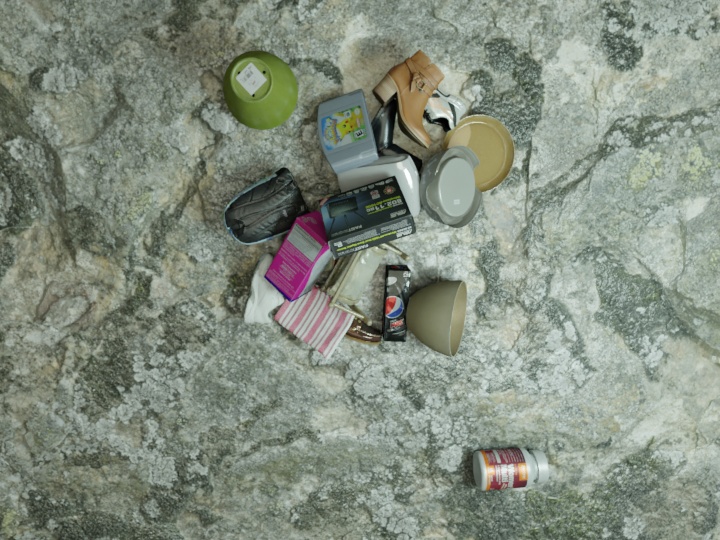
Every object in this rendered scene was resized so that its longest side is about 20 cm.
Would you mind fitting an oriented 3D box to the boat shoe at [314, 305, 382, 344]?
[{"bbox_3d":[-0.031,0.145,1.441,0.199,0.070,0.071,17,106,-7],"label":"boat shoe"}]

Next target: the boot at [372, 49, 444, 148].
[{"bbox_3d":[0.144,-0.409,1.267,0.155,0.074,0.200,-41,102,-1],"label":"boot"}]

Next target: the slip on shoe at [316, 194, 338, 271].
[{"bbox_3d":[-0.079,-0.100,1.394,0.074,0.061,0.202,10,105,33],"label":"slip on shoe"}]

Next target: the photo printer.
[{"bbox_3d":[0.053,-0.203,1.328,0.198,0.070,0.167,-3,122,19],"label":"photo printer"}]

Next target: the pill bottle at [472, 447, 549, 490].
[{"bbox_3d":[0.437,0.578,1.548,0.198,0.110,0.111,-3,102,-3],"label":"pill bottle"}]

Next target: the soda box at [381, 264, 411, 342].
[{"bbox_3d":[0.096,0.089,1.440,0.063,0.071,0.202,2,102,-4],"label":"soda box"}]

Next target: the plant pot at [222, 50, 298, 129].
[{"bbox_3d":[-0.244,-0.431,1.240,0.185,0.200,0.189,-1,102,-4],"label":"plant pot"}]

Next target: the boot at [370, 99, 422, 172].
[{"bbox_3d":[0.090,-0.317,1.350,0.167,0.076,0.201,29,105,-6],"label":"boot"}]

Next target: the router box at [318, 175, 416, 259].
[{"bbox_3d":[0.011,-0.124,1.214,0.199,0.150,0.062,-18,137,2],"label":"router box"}]

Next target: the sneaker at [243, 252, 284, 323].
[{"bbox_3d":[-0.247,0.050,1.412,0.099,0.078,0.201,12,110,-13],"label":"sneaker"}]

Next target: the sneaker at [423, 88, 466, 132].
[{"bbox_3d":[0.168,-0.421,1.329,0.199,0.074,0.080,26,80,-8],"label":"sneaker"}]

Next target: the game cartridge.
[{"bbox_3d":[-0.037,-0.341,1.300,0.132,0.040,0.201,-18,69,15],"label":"game cartridge"}]

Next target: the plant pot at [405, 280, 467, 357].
[{"bbox_3d":[0.197,0.117,1.409,0.133,0.200,0.202,8,102,21],"label":"plant pot"}]

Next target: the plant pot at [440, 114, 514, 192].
[{"bbox_3d":[0.306,-0.305,1.397,0.198,0.027,0.202,-1,102,-5],"label":"plant pot"}]

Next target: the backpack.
[{"bbox_3d":[-0.249,-0.145,1.337,0.199,0.153,0.164,-35,110,-22],"label":"backpack"}]

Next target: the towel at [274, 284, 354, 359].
[{"bbox_3d":[-0.125,0.123,1.406,0.199,0.030,0.147,33,99,21],"label":"towel"}]

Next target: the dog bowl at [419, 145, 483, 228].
[{"bbox_3d":[0.226,-0.208,1.322,0.199,0.058,0.202,-9,104,-40],"label":"dog bowl"}]

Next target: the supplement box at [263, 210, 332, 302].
[{"bbox_3d":[-0.139,-0.036,1.318,0.103,0.101,0.200,42,120,10],"label":"supplement box"}]

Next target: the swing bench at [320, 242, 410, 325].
[{"bbox_3d":[0.000,0.000,1.344,0.129,0.200,0.200,27,98,-19],"label":"swing bench"}]
